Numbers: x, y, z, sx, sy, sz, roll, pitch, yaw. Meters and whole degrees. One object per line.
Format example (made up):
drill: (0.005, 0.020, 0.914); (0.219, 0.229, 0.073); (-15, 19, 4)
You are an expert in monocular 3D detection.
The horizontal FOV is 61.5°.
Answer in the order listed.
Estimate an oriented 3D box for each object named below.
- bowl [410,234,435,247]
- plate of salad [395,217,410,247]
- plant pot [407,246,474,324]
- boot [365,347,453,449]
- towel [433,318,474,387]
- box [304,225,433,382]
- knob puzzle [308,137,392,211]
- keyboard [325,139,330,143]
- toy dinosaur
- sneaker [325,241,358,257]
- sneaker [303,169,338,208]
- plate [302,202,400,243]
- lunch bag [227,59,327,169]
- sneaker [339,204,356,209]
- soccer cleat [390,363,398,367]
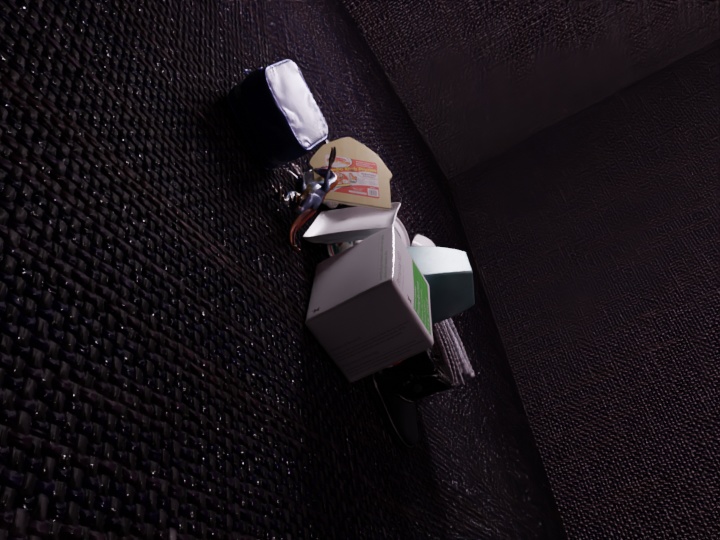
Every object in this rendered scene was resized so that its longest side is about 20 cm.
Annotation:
bowl: (0.175, 0.006, 1.763); (0.200, 0.073, 0.205); (-38, 140, -75)
plate of salad: (0.035, -0.053, 1.483); (0.196, 0.048, 0.206); (4, 82, -27)
plant pot: (0.152, 0.030, 1.367); (0.142, 0.195, 0.144); (-94, 173, -59)
boot: (0.124, 0.270, 1.272); (0.203, 0.165, 0.077); (61, 18, -15)
towel: (0.162, 0.202, 1.473); (0.085, 0.164, 0.204); (-15, 81, -53)
box: (0.021, 0.063, 1.184); (0.173, 0.197, 0.201); (54, 22, -26)
knob puzzle: (-0.024, -0.221, 1.370); (0.031, 0.214, 0.224); (115, -32, -52)
keyboard: (-0.041, -0.276, 1.714); (0.104, 0.039, 0.204); (29, 41, -62)
toy dinosaur: (-0.106, -0.156, 1.247); (0.180, 0.103, 0.205); (-14, 113, -57)
sneaker: (0.000, -0.001, 1.382); (0.203, 0.092, 0.070); (64, 18, -6)
sneaker: (-0.080, -0.197, 1.438); (0.101, 0.076, 0.200); (68, 18, -4)
plate: (-0.012, -0.102, 1.334); (0.200, 0.195, 0.033); (-67, 149, -68)
lunch bag: (-0.175, -0.317, 1.222); (0.203, 0.130, 0.136); (62, 34, -12)
sneaker: (-0.004, -0.179, 1.518); (0.200, 0.088, 0.068); (-127, -130, -80)
soccer cleat: (0.056, 0.196, 1.341); (0.069, 0.084, 0.202); (-51, 144, -26)
